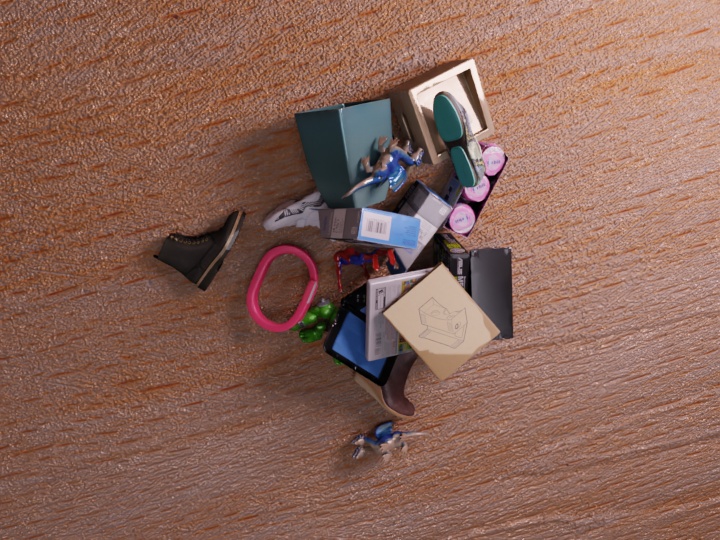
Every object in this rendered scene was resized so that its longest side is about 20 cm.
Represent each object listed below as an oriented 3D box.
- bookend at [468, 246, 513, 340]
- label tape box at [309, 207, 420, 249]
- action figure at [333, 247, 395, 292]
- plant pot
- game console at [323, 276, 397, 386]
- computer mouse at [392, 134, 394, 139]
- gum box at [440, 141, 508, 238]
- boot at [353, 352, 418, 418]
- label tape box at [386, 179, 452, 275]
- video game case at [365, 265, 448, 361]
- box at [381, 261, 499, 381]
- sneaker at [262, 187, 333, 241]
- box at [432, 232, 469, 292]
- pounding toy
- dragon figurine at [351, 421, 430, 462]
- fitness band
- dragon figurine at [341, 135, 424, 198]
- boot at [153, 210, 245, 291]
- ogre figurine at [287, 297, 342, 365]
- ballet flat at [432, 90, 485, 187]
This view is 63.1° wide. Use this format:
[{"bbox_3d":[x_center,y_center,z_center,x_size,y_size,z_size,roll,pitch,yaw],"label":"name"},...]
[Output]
[{"bbox_3d":[0.269,0.038,1.334,0.091,0.199,0.202,-4,99,-5],"label":"bookend"},{"bbox_3d":[0.001,-0.084,1.169,0.143,0.199,0.064,8,90,-34],"label":"label tape box"},{"bbox_3d":[0.000,0.000,1.274,0.065,0.199,0.100,-16,104,-29],"label":"action figure"},{"bbox_3d":[-0.022,-0.230,1.181,0.141,0.141,0.202,-23,113,-39],"label":"plant pot"},{"bbox_3d":[0.046,0.138,1.295,0.172,0.119,0.200,-34,126,31],"label":"game console"},{"bbox_3d":[0.026,-0.215,1.287,0.058,0.034,0.201,24,113,4],"label":"computer mouse"},{"bbox_3d":[0.238,-0.186,1.276,0.066,0.114,0.201,22,105,-14],"label":"gum box"},{"bbox_3d":[0.099,0.258,1.438,0.200,0.072,0.167,39,103,-14],"label":"boot"},{"bbox_3d":[0.100,-0.086,1.270,0.063,0.144,0.201,32,103,-17],"label":"label tape box"},{"bbox_3d":[0.098,0.094,1.260,0.180,0.023,0.202,-10,122,-18],"label":"video game case"},{"bbox_3d":[0.168,0.107,1.221,0.163,0.021,0.200,-40,102,6],"label":"box"},{"bbox_3d":[-0.106,-0.108,1.281,0.199,0.075,0.116,-26,108,-1],"label":"sneaker"},{"bbox_3d":[0.201,0.033,1.325,0.044,0.160,0.202,-3,109,-5],"label":"box"},{"bbox_3d":[0.156,-0.306,1.228,0.183,0.142,0.201,-29,114,-12],"label":"pounding toy"},{"bbox_3d":[0.072,0.428,1.494,0.199,0.099,0.059,-22,109,-20],"label":"dragon figurine"},{"bbox_3d":[-0.175,0.040,1.322,0.143,0.037,0.201,28,100,10],"label":"fitness band"},{"bbox_3d":[0.052,-0.189,1.134,0.201,0.059,0.100,-56,137,-17],"label":"dragon figurine"},{"bbox_3d":[-0.349,-0.068,1.271,0.138,0.078,0.201,31,102,-11],"label":"boot"},{"bbox_3d":[-0.060,0.137,1.368,0.200,0.098,0.120,39,119,5],"label":"ogre figurine"},{"bbox_3d":[0.198,-0.262,1.150,0.074,0.074,0.201,-21,115,1],"label":"ballet flat"}]
